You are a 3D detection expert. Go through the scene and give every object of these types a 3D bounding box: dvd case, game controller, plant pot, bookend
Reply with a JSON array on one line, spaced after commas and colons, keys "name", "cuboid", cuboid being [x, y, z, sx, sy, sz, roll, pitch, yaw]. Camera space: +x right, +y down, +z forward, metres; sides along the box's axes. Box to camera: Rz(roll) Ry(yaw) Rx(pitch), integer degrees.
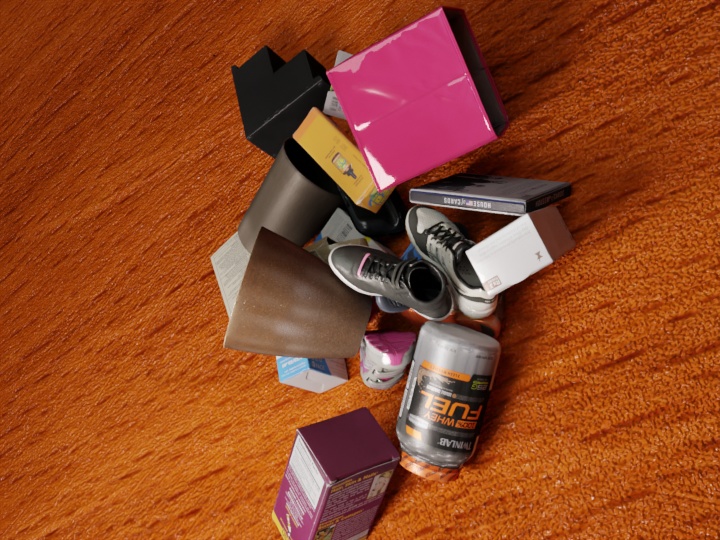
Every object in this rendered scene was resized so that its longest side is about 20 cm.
[{"name": "dvd case", "cuboid": [0.194, -0.117, 1.132, 0.196, 0.149, 0.025, 12, 113, 39]}, {"name": "game controller", "cuboid": [0.010, -0.140, 1.310, 0.102, 0.043, 0.203, -14, 55, -17]}, {"name": "plant pot", "cuboid": [-0.087, 0.057, 1.154, 0.195, 0.187, 0.192, 19, 84, -5]}, {"name": "bookend", "cuboid": [-0.147, -0.370, 1.510, 0.196, 0.091, 0.204, -32, 56, 23]}]

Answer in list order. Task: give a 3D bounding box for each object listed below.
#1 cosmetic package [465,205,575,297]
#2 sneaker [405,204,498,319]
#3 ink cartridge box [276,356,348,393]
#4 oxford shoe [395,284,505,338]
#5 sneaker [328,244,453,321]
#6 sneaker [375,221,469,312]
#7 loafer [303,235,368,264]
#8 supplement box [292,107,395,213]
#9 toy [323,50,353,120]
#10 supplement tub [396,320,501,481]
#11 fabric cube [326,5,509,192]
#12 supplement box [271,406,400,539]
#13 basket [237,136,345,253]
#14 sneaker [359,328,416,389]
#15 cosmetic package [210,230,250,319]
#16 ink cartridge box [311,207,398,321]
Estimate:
[{"name": "cosmetic package", "cuboid": [0.224, -0.031, 1.036, 0.100, 0.199, 0.075, -31, 83, 23]}, {"name": "sneaker", "cuboid": [0.138, -0.030, 1.096, 0.075, 0.088, 0.201, -31, 67, -15]}, {"name": "ink cartridge box", "cuboid": [-0.093, 0.094, 1.292, 0.067, 0.114, 0.205, -26, 61, 25]}, {"name": "oxford shoe", "cuboid": [0.134, 0.054, 1.174, 0.196, 0.072, 0.074, 8, 62, 32]}, {"name": "sneaker", "cuboid": [0.043, 0.001, 1.066, 0.196, 0.100, 0.072, 25, 74, 11]}, {"name": "sneaker", "cuboid": [0.087, -0.004, 1.180, 0.200, 0.067, 0.078, -43, 20, -26]}, {"name": "loafer", "cuboid": [-0.059, -0.018, 1.249, 0.195, 0.076, 0.069, 2, 76, 29]}, {"name": "supplement box", "cuboid": [-0.027, -0.184, 1.262, 0.067, 0.068, 0.201, -48, 57, 12]}, {"name": "toy", "cuboid": [0.039, -0.294, 1.320, 0.047, 0.195, 0.118, 150, 136, -75]}, {"name": "supplement tub", "cuboid": [0.121, 0.185, 1.080, 0.121, 0.121, 0.206, 19, 99, 39]}, {"name": "fabric cube", "cuboid": [0.096, -0.263, 1.165, 0.196, 0.196, 0.204, -23, 98, 22]}, {"name": "supplement box", "cuboid": [-0.041, 0.320, 1.114, 0.104, 0.128, 0.204, 49, 135, 37]}, {"name": "basket", "cuboid": [-0.126, -0.115, 1.369, 0.200, 0.178, 0.138, -45, 50, 27]}, {"name": "sneaker", "cuboid": [0.041, 0.140, 1.163, 0.079, 0.200, 0.091, -2, 89, -5]}, {"name": "cosmetic package", "cuboid": [-0.197, 0.035, 1.410, 0.103, 0.087, 0.203, -37, 55, 20]}, {"name": "ink cartridge box", "cuboid": [0.000, 0.000, 1.284, 0.117, 0.067, 0.200, -52, 51, 11]}]
